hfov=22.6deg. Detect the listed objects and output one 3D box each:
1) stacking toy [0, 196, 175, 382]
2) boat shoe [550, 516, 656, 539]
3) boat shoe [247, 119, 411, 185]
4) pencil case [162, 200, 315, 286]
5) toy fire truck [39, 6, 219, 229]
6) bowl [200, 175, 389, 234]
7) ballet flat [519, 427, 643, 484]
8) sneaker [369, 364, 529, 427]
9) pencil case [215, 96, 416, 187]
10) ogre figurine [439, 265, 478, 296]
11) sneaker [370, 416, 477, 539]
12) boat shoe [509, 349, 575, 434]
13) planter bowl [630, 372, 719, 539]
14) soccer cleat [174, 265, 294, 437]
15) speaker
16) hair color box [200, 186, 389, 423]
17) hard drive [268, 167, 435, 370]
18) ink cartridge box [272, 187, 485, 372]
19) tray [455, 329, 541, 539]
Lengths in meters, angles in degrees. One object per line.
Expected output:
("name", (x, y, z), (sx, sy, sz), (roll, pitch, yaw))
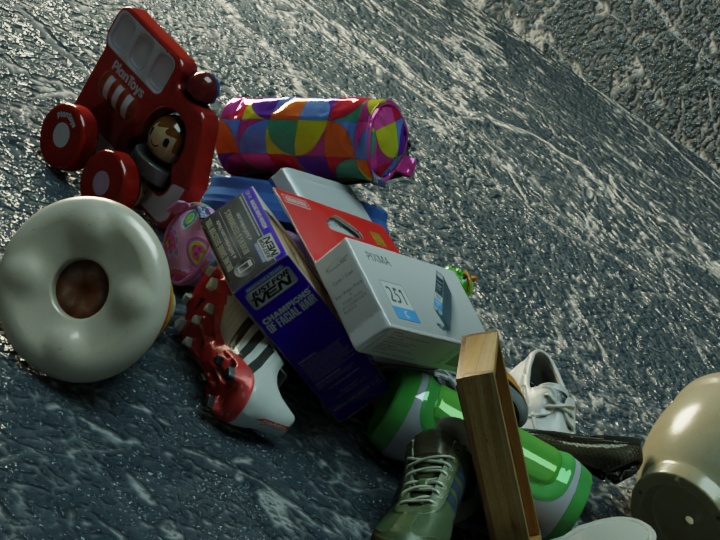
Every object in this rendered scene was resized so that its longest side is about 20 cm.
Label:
("stacking toy", (-0.204, 0.024, 1.498), (0.146, 0.147, 0.200), (36, 1, 12))
("boat shoe", (0.151, 0.254, 1.466), (0.198, 0.063, 0.075), (-13, 26, -24))
("boat shoe", (-0.043, -0.110, 1.867), (0.075, 0.198, 0.061), (30, 51, -58))
("pencil case", (-0.100, -0.012, 1.746), (0.199, 0.088, 0.088), (15, 25, -40))
("toy fire truck", (-0.211, -0.144, 1.768), (0.112, 0.169, 0.200), (7, 31, -49))
("bowl", (-0.065, -0.061, 1.845), (0.198, 0.040, 0.201), (11, -2, 0))
("ballet flat", (0.177, 0.176, 1.718), (0.198, 0.047, 0.067), (6, -8, -16))
("sneaker", (0.075, 0.123, 1.722), (0.198, 0.079, 0.078), (20, 36, -23))
("pencil case", (-0.047, -0.128, 1.783), (0.198, 0.090, 0.088), (7, 6, 31))
("ogre figurine", (0.057, 0.038, 1.861), (0.119, 0.099, 0.200), (9, 5, -13))
("sneaker", (0.053, 0.177, 1.492), (0.066, 0.091, 0.200), (3, 9, 17))
("boat shoe", (0.189, 0.146, 1.830), (0.071, 0.066, 0.200), (28, 20, -12))
("planter bowl", (0.346, 0.218, 1.749), (0.200, 0.201, 0.134), (40, 47, 24))
("soccer cleat", (-0.107, 0.071, 1.576), (0.085, 0.069, 0.201), (31, 21, -30))
("speaker", (0.108, 0.168, 1.630), (0.199, 0.089, 0.089), (30, 19, -6))
("hair color box", (-0.057, 0.032, 1.606), (0.200, 0.065, 0.110), (52, 6, -41))
("hard drive", (0.000, 0.000, 1.665), (0.132, 0.025, 0.201), (13, 43, -60))
("ink cartridge box", (0.024, 0.001, 1.613), (0.199, 0.045, 0.177), (16, 41, -58))
("tray", (0.118, 0.163, 1.530), (0.037, 0.202, 0.099), (-11, 17, 10))
